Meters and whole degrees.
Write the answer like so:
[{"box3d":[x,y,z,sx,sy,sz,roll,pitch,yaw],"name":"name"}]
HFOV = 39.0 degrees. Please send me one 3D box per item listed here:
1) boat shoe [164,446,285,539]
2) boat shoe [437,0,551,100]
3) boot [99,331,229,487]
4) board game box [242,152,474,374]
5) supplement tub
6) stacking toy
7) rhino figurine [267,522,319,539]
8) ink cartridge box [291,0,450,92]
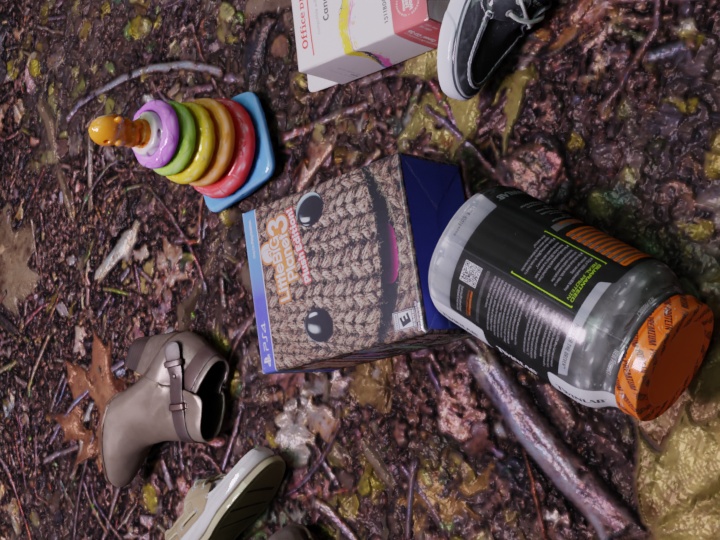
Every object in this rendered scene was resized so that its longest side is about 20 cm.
[{"box3d":[-0.153,0.251,1.076,0.068,0.075,0.200,49,116,29],"name":"boat shoe"},{"box3d":[0.131,-0.236,0.866,0.068,0.072,0.201,31,100,39],"name":"boat shoe"},{"box3d":[-0.217,0.165,1.141,0.146,0.070,0.201,14,97,38],"name":"boot"},{"box3d":[0.000,0.000,0.943,0.199,0.097,0.161,-18,76,38],"name":"board game box"},{"box3d":[0.160,0.025,0.788,0.200,0.122,0.123,34,109,37],"name":"supplement tub"},{"box3d":[-0.196,-0.135,1.052,0.116,0.199,0.110,-29,69,37],"name":"stacking toy"},{"box3d":[-0.105,0.330,1.030,0.200,0.060,0.088,-40,57,23],"name":"rhino figurine"},{"box3d":[-0.002,-0.255,0.978,0.199,0.067,0.117,-14,79,39],"name":"ink cartridge box"}]
